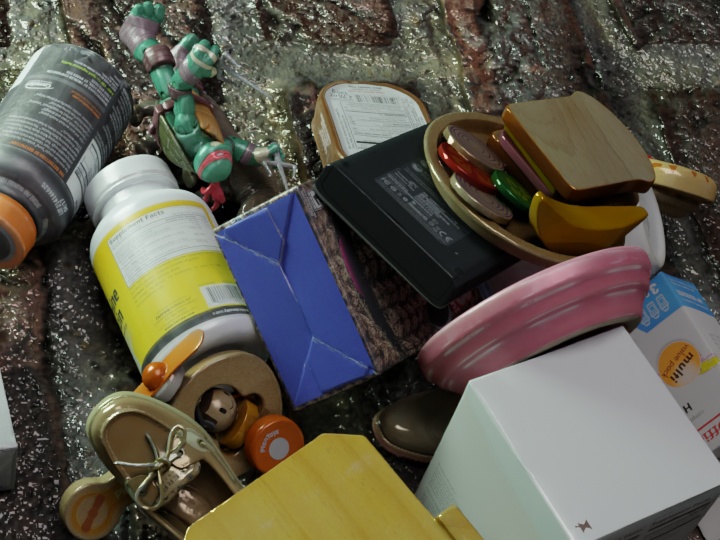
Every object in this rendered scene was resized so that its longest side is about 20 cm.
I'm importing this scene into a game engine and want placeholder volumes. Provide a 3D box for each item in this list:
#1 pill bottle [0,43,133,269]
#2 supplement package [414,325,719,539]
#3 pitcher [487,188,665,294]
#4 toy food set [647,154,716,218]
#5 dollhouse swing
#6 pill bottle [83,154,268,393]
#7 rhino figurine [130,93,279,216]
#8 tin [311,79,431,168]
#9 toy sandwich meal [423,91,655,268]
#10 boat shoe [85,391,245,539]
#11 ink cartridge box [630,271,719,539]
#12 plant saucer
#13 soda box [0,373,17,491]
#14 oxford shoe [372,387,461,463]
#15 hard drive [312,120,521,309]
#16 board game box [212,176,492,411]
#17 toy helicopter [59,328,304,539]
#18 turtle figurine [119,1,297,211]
[{"bbox_3d":[-0.279,-0.095,1.447,0.105,0.107,0.201,22,49,2],"label":"pill bottle"},{"bbox_3d":[0.152,0.177,1.297,0.150,0.201,0.152,-17,59,-28],"label":"supplement package"},{"bbox_3d":[0.163,0.002,1.471,0.198,0.121,0.173,-13,64,22],"label":"pitcher"},{"bbox_3d":[0.231,-0.104,1.582,0.196,0.049,0.200,23,9,-3],"label":"toy food set"},{"bbox_3d":[-0.009,0.257,1.229,0.199,0.183,0.176,-34,41,-16],"label":"dollhouse swing"},{"bbox_3d":[-0.159,0.004,1.401,0.111,0.112,0.201,-13,57,-26],"label":"pill bottle"},{"bbox_3d":[-0.124,-0.087,1.520,0.087,0.060,0.200,-28,66,-32],"label":"rhino figurine"},{"bbox_3d":[0.016,-0.119,1.564,0.111,0.042,0.201,-1,34,-12],"label":"tin"},{"bbox_3d":[0.146,-0.080,1.345,0.204,0.071,0.206,21,34,-15],"label":"toy sandwich meal"},{"bbox_3d":[-0.121,0.167,1.258,0.200,0.063,0.073,42,90,-14],"label":"boat shoe"},{"bbox_3d":[0.276,0.117,1.431,0.068,0.115,0.201,18,37,-51],"label":"ink cartridge box"},{"bbox_3d":[0.143,0.049,1.320,0.199,0.201,0.051,-16,73,-27],"label":"plant saucer"},{"bbox_3d":[-0.322,0.078,1.324,0.068,0.064,0.201,-6,54,-21],"label":"soda box"},{"bbox_3d":[0.106,0.112,1.419,0.198,0.074,0.071,-7,54,-22],"label":"oxford shoe"},{"bbox_3d":[0.068,-0.053,1.345,0.139,0.033,0.200,43,33,13],"label":"hard drive"},{"bbox_3d":[0.000,0.000,1.383,0.200,0.096,0.161,-26,91,-55],"label":"board game box"},{"bbox_3d":[-0.150,0.132,1.304,0.199,0.133,0.079,-35,27,-17],"label":"toy helicopter"},{"bbox_3d":[-0.135,-0.138,1.444,0.100,0.150,0.201,-30,55,-6],"label":"turtle figurine"}]
